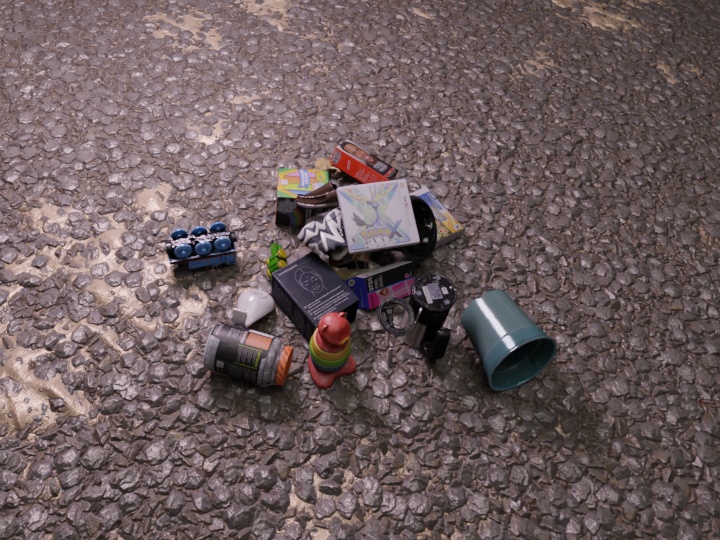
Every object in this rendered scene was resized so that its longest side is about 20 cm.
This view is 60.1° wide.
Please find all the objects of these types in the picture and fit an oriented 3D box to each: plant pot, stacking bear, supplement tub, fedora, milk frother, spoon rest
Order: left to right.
[{"bbox_3d":[-0.270,0.207,1.513,0.197,0.123,0.124,16,52,3],"label":"supplement tub"},{"bbox_3d":[-0.283,0.098,1.599,0.098,0.062,0.200,16,15,5],"label":"spoon rest"},{"bbox_3d":[-0.070,0.178,1.519,0.120,0.201,0.114,-27,61,-27],"label":"stacking bear"},{"bbox_3d":[0.134,-0.113,1.782,0.199,0.091,0.204,13,72,-42],"label":"fedora"},{"bbox_3d":[0.131,0.127,1.601,0.197,0.189,0.182,7,51,-4],"label":"milk frother"},{"bbox_3d":[0.371,0.170,1.619,0.197,0.202,0.197,-13,48,-19],"label":"plant pot"}]

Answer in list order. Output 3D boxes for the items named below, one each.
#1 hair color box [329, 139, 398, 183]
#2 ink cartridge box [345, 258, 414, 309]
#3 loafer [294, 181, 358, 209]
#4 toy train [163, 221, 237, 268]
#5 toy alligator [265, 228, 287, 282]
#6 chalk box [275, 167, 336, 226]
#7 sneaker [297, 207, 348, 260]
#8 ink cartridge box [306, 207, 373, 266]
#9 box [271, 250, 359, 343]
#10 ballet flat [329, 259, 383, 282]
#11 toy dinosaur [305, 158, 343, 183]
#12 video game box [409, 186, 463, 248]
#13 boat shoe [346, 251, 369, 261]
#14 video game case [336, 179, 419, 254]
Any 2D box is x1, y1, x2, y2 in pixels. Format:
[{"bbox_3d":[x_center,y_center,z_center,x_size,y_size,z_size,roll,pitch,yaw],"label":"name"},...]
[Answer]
[{"bbox_3d":[0.012,-0.330,1.977,0.198,0.062,0.102,31,33,5],"label":"hair color box"},{"bbox_3d":[0.058,0.043,1.712,0.197,0.096,0.037,-18,23,-20],"label":"ink cartridge box"},{"bbox_3d":[-0.088,-0.212,1.730,0.197,0.072,0.073,-3,12,8],"label":"loafer"},{"bbox_3d":[-0.431,-0.059,1.692,0.197,0.115,0.087,-12,52,-19],"label":"toy train"},{"bbox_3d":[-0.229,-0.032,1.751,0.054,0.059,0.202,37,32,-39],"label":"toy alligator"},{"bbox_3d":[-0.152,-0.214,1.854,0.197,0.126,0.125,3,52,-9],"label":"chalk box"},{"bbox_3d":[-0.065,-0.088,1.696,0.130,0.080,0.198,49,39,9],"label":"sneaker"},{"bbox_3d":[-0.042,-0.105,1.813,0.198,0.086,0.148,-20,60,-24],"label":"ink cartridge box"},{"bbox_3d":[-0.124,0.072,1.651,0.147,0.108,0.200,-30,63,-27],"label":"box"},{"bbox_3d":[0.000,0.000,1.746,0.197,0.071,0.071,-4,53,-9],"label":"ballet flat"},{"bbox_3d":[-0.096,-0.329,1.992,0.198,0.059,0.101,-25,59,-26],"label":"toy dinosaur"},{"bbox_3d":[0.187,-0.152,1.915,0.181,0.047,0.201,-26,61,-23],"label":"video game box"},{"bbox_3d":[0.009,-0.109,1.740,0.075,0.072,0.203,18,60,-14],"label":"boat shoe"},{"bbox_3d":[0.048,-0.146,1.670,0.197,0.022,0.185,-9,78,-14],"label":"video game case"}]
